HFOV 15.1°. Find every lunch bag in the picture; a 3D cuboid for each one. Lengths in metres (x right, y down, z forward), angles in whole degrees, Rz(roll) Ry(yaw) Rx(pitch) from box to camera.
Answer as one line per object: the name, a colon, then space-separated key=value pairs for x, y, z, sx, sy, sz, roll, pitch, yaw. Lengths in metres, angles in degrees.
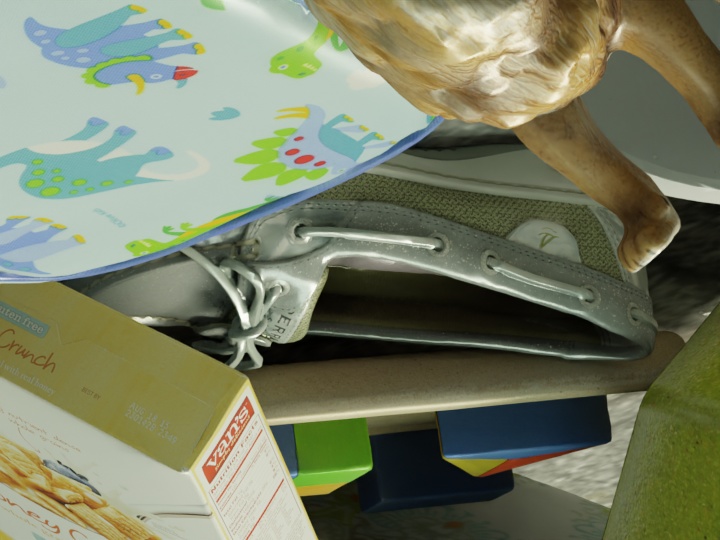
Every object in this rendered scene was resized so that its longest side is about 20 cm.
lunch bag: x=-0.085 y=-0.065 z=0.630 sx=0.161 sy=0.083 sz=0.200 roll=-24 pitch=155 yaw=24

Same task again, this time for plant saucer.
plant saucer: x=0.131 y=0.072 z=0.940 sx=0.200 sy=0.048 sz=0.200 roll=-44 pitch=152 yaw=-49

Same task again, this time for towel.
towel: x=0.044 y=0.125 z=1.048 sx=0.171 sy=0.048 sz=0.200 roll=21 pitch=-160 yaw=38

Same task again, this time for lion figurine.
lion figurine: x=0.058 y=-0.081 z=0.627 sx=0.072 sy=0.123 sz=0.200 roll=-42 pitch=-179 yaw=34

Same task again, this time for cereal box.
cereal box: x=-0.084 y=0.061 z=0.857 sx=0.144 sy=0.040 sz=0.200 roll=25 pitch=159 yaw=22

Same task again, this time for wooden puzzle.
wooden puzzle: x=-0.002 y=0.062 z=0.967 sx=0.185 sy=0.046 sz=0.200 roll=-5 pitch=172 yaw=-18

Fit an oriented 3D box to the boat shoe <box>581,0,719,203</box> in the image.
boat shoe: x=0.144 y=-0.052 z=0.805 sx=0.200 sy=0.071 sz=0.070 roll=-7 pitch=166 yaw=-12

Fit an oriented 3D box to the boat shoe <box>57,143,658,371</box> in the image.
boat shoe: x=0.000 y=0.001 z=0.857 sx=0.202 sy=0.065 sz=0.074 roll=-1 pitch=155 yaw=-25
